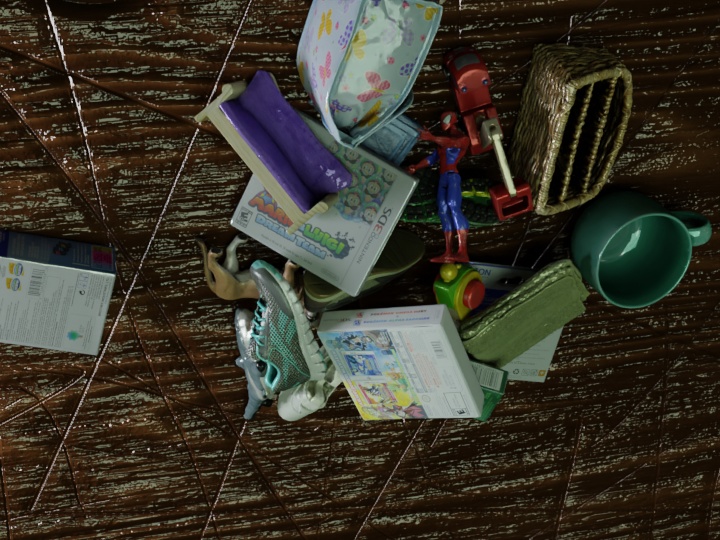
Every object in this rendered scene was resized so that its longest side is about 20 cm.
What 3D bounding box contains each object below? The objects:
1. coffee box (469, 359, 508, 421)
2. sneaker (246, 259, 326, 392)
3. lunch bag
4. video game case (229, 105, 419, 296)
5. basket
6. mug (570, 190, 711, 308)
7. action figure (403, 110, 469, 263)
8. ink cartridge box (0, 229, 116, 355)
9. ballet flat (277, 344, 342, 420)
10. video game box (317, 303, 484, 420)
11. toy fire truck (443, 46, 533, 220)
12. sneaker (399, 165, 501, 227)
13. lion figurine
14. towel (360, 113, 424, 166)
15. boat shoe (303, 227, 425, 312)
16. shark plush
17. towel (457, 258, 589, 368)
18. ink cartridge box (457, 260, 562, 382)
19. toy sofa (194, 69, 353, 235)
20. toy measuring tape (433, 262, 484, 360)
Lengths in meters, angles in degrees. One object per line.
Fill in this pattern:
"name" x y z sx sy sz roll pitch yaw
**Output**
"coffee box" 0.107 0.156 1.729 0.200 0.044 0.123 17 153 1
"sneaker" -0.116 0.082 1.586 0.091 0.078 0.200 -28 115 -14
"lunch bag" 0.002 -0.268 1.440 0.127 0.170 0.200 14 113 -24
"video game case" -0.050 -0.090 1.551 0.200 0.024 0.182 30 109 7
"basket" 0.295 -0.185 1.572 0.143 0.149 0.200 3 119 -15
"mug" 0.394 -0.035 1.704 0.185 0.114 0.152 12 112 -26
"action figure" 0.095 -0.114 1.543 0.099 0.065 0.200 5 84 -29
"ink cartridge box" -0.437 0.027 1.571 0.200 0.076 0.137 9 118 -20
"ballet flat" -0.057 0.162 1.750 0.069 0.069 0.200 30 110 -27
"video game box" 0.059 0.131 1.634 0.182 0.047 0.200 -6 134 21
"toy fire truck" 0.166 -0.181 1.546 0.049 0.141 0.200 -20 123 -1
"sneaker" 0.107 -0.089 1.628 0.200 0.085 0.078 10 76 -2
"lion figurine" -0.142 0.018 1.650 0.200 0.073 0.123 14 127 -5
"towel" -0.015 -0.142 1.572 0.112 0.049 0.200 34 110 -10
"boat shoe" 0.000 0.001 1.645 0.201 0.072 0.066 -25 157 -32
"shark plush" -0.149 0.139 1.723 0.083 0.091 0.200 27 146 19
"towel" 0.236 0.066 1.694 0.200 0.037 0.148 -36 146 3
"ink cartridge box" 0.210 0.072 1.772 0.197 0.047 0.200 6 117 -14
"toy sofa" -0.106 -0.153 1.488 0.098 0.083 0.200 -38 94 16
"toy measuring tape" 0.151 0.049 1.695 0.074 0.074 0.200 -23 137 1
